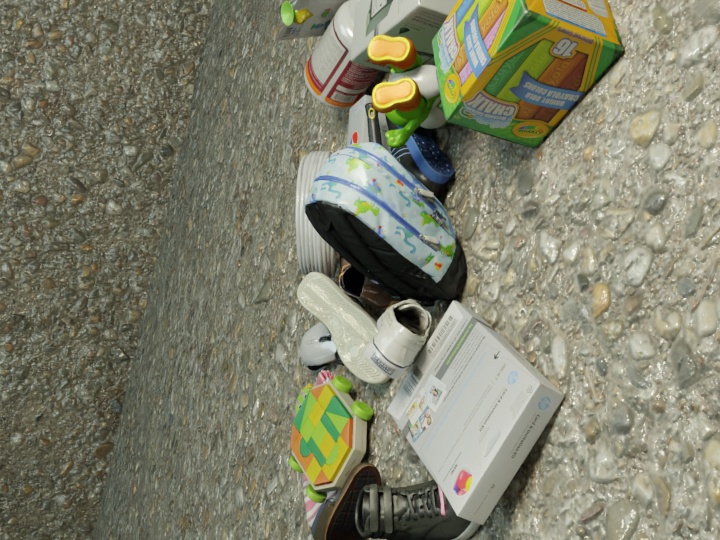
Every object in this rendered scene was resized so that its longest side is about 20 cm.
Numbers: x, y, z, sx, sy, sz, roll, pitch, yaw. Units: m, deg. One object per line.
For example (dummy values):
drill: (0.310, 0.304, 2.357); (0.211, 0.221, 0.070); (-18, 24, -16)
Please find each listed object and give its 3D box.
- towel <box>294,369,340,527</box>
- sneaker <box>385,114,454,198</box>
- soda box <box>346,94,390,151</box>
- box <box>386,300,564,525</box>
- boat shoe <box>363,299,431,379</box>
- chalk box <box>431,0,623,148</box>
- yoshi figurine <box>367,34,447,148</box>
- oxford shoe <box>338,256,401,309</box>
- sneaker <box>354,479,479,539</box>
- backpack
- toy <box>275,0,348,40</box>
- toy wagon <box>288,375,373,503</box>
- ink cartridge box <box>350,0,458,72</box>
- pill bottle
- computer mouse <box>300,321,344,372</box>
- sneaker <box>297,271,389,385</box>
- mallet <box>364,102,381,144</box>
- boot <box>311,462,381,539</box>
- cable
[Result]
towel: (-0.065, 0.277, 1.312); (0.147, 0.029, 0.203); (121, 149, -41)
sneaker: (0.064, -0.159, 1.145); (0.078, 0.069, 0.202); (-58, 32, 31)
soda box: (0.018, -0.151, 1.249); (0.063, 0.067, 0.204); (155, 123, -64)
box: (0.114, 0.143, 0.900); (0.158, 0.041, 0.200); (-60, 26, 9)
boat shoe: (0.054, 0.068, 1.010); (0.066, 0.072, 0.200); (-53, -8, 15)
chalk box: (0.158, -0.222, 0.892); (0.201, 0.123, 0.126); (127, 145, -48)
yoshi figurine: (0.053, -0.216, 1.038); (0.112, 0.199, 0.113); (45, 102, 18)
oxford shoe: (0.000, 0.000, 1.221); (0.200, 0.072, 0.073); (-144, 66, -65)
sneaker: (0.060, 0.268, 0.944); (0.200, 0.097, 0.072); (-44, 40, 51)
backpack: (0.023, -0.059, 1.029); (0.162, 0.198, 0.157); (11, 79, 60)
toy: (-0.043, -0.429, 1.345); (0.048, 0.198, 0.115); (59, 144, 10)
toy wagon: (-0.057, 0.233, 1.241); (0.157, 0.039, 0.200); (-61, 36, 12)
ink cartridge box: (0.091, -0.313, 1.053); (0.199, 0.143, 0.086); (167, 111, -65)
pill bottle: (-0.007, -0.358, 1.338); (0.200, 0.108, 0.112); (-45, 41, 52)
computer mouse: (-0.057, 0.116, 1.343); (0.200, 0.043, 0.112); (143, 131, -58)
sneaker: (-0.008, 0.083, 1.210); (0.075, 0.084, 0.201); (-44, 62, 11)
mallet: (0.016, -0.131, 1.177); (0.041, 0.065, 0.204); (17, -121, -81)
boot: (-0.029, 0.330, 1.155); (0.097, 0.073, 0.203); (50, 128, 57)
cable: (-0.061, -0.085, 1.320); (0.200, 0.068, 0.204); (-83, -3, -70)
